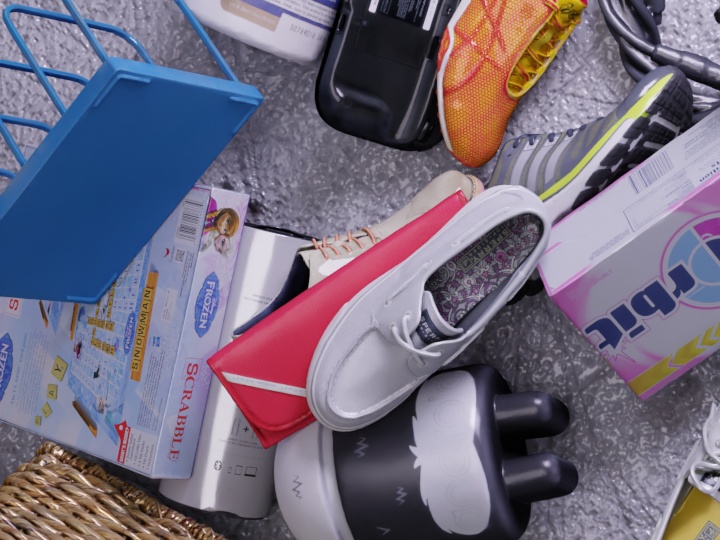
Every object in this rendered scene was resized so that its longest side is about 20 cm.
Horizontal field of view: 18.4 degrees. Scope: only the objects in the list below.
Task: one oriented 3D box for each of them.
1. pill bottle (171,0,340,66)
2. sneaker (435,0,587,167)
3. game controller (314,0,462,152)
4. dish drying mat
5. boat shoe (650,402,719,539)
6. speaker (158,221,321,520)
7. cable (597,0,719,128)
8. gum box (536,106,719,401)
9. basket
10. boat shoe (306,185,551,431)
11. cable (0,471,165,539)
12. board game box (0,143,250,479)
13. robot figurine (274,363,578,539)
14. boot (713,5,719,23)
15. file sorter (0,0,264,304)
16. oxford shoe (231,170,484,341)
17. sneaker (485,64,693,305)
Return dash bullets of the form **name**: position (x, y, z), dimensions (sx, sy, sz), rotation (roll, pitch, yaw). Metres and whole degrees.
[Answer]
- **pill bottle**: position (-0.043, -0.251, 1.519), dimensions (0.111, 0.111, 0.201), rotation (25, 97, 16)
- **sneaker**: position (0.106, -0.164, 1.485), dimensions (0.077, 0.073, 0.201), rotation (22, 97, 36)
- **game controller**: position (0.037, -0.183, 1.508), dimensions (0.104, 0.042, 0.201), rotation (16, 94, -20)
- **dish drying mat**: position (0.002, 0.034, 1.448), dimensions (0.200, 0.018, 0.077), rotation (-33, 101, 1)
- **boat shoe**: position (0.238, 0.136, 1.442), dimensions (0.074, 0.086, 0.202), rotation (35, 99, 14)
- **speaker**: position (-0.080, 0.066, 1.543), dimensions (0.081, 0.081, 0.201), rotation (14, 94, 17)
- **cable**: position (0.237, -0.190, 1.470), dimensions (0.163, 0.051, 0.201), rotation (-30, 85, 19)
- **gum box**: position (0.224, -0.022, 1.428), dimensions (0.200, 0.066, 0.114), rotation (-36, 122, 13)
- **basket**: position (-0.184, 0.242, 1.511), dimensions (0.199, 0.149, 0.143), rotation (26, 128, 15)
- **boat shoe**: position (0.046, 0.028, 1.407), dimensions (0.200, 0.069, 0.072), rotation (-39, 100, 1)
- **cable**: position (-0.210, 0.241, 1.586), dimensions (0.200, 0.069, 0.200), rotation (35, 99, 14)
- **board game box**: position (-0.178, 0.025, 1.554), dimensions (0.199, 0.041, 0.201), rotation (15, 94, 41)
- **robot figurine**: position (0.042, 0.131, 1.485), dimensions (0.199, 0.151, 0.125), rotation (-12, 128, 16)
- **boot**: position (0.323, -0.165, 1.395), dimensions (0.199, 0.068, 0.131), rotation (25, 99, -26)
- **file sorter**: position (-0.193, -0.092, 1.460), dimensions (0.200, 0.139, 0.123), rotation (-48, 60, 25)
- **oxford shoe**: position (0.000, 0.000, 1.480), dimensions (0.200, 0.071, 0.074), rotation (-47, 113, -5)
- **sneaker**: position (0.136, -0.070, 1.475), dimensions (0.200, 0.074, 0.081), rotation (-44, 58, 20)
